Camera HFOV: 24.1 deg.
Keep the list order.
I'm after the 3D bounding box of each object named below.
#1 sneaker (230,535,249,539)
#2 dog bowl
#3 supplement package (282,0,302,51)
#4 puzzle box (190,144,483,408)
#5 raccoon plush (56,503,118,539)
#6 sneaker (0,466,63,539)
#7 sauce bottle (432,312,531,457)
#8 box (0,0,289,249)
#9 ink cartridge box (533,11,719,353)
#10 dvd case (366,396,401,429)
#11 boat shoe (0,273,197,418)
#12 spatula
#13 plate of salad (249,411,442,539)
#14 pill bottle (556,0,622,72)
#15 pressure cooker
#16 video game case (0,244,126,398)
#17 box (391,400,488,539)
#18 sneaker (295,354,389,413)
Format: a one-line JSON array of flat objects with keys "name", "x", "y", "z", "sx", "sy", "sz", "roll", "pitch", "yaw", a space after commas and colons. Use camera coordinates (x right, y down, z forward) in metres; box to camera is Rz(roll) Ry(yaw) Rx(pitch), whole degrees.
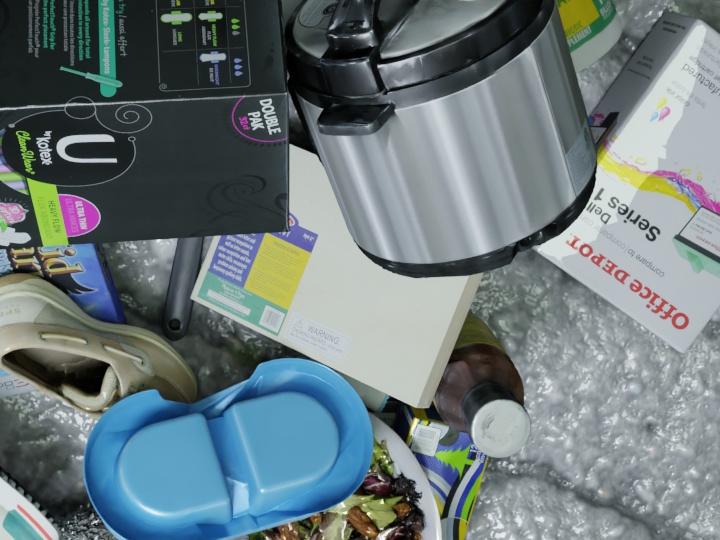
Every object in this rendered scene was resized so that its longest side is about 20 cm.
[{"name": "sneaker", "x": -0.131, "y": 0.224, "z": 1.208, "sx": 0.112, "sy": 0.077, "sz": 0.201, "roll": -15, "pitch": 97, "yaw": 40}, {"name": "dog bowl", "x": -0.090, "y": 0.130, "z": 1.143, "sx": 0.199, "sy": 0.050, "sz": 0.112, "roll": -13, "pitch": 69, "yaw": -19}, {"name": "supplement package", "x": -0.131, "y": -0.222, "z": 1.114, "sx": 0.199, "sy": 0.111, "sz": 0.157, "roll": 6, "pitch": 99, "yaw": -17}, {"name": "puzzle box", "x": -0.014, "y": -0.004, "z": 1.176, "sx": 0.199, "sy": 0.025, "sz": 0.134, "roll": 25, "pitch": 96, "yaw": 26}, {"name": "raccoon plush", "x": -0.230, "y": 0.194, "z": 1.245, "sx": 0.133, "sy": 0.097, "sz": 0.201, "roll": 21, "pitch": 68, "yaw": 3}, {"name": "sneaker", "x": -0.299, "y": 0.149, "z": 1.143, "sx": 0.093, "sy": 0.070, "sz": 0.200, "roll": -49, "pitch": 115, "yaw": -11}, {"name": "sauce bottle", "x": 0.078, "y": 0.078, "z": 1.178, "sx": 0.066, "sy": 0.200, "sz": 0.066, "roll": -1, "pitch": 102, "yaw": -5}, {"name": "box", "x": -0.144, "y": -0.105, "z": 1.009, "sx": 0.199, "sy": 0.149, "sz": 0.125, "roll": -4, "pitch": 59, "yaw": -5}, {"name": "ink cartridge box", "x": 0.229, "y": -0.063, "z": 1.224, "sx": 0.145, "sy": 0.084, "sz": 0.200, "roll": 34, "pitch": 97, "yaw": -13}, {"name": "dvd case", "x": -0.024, "y": 0.192, "z": 1.285, "sx": 0.148, "sy": 0.016, "sz": 0.201, "roll": 2, "pitch": 103, "yaw": -7}, {"name": "boat shoe", "x": -0.183, "y": 0.071, "z": 1.154, "sx": 0.072, "sy": 0.065, "sz": 0.200, "roll": -33, "pitch": 141, "yaw": 17}, {"name": "spatula", "x": -0.119, "y": -0.046, "z": 1.217, "sx": 0.056, "sy": 0.021, "sz": 0.201, "roll": 10, "pitch": 102, "yaw": -3}, {"name": "plate of salad", "x": -0.035, "y": 0.191, "z": 1.211, "sx": 0.199, "sy": 0.048, "sz": 0.201, "roll": 1, "pitch": 92, "yaw": 29}, {"name": "pill bottle", "x": 0.089, "y": -0.226, "z": 1.157, "sx": 0.112, "sy": 0.113, "sz": 0.201, "roll": -29, "pitch": 104, "yaw": 0}, {"name": "pressure cooker", "x": 0.048, "y": -0.120, "z": 1.048, "sx": 0.178, "sy": 0.176, "sz": 0.201, "roll": -23, "pitch": 123, "yaw": -3}, {"name": "video game case", "x": -0.262, "y": 0.014, "z": 1.145, "sx": 0.180, "sy": 0.046, "sz": 0.200, "roll": -14, "pitch": 142, "yaw": -4}, {"name": "box", "x": 0.038, "y": 0.198, "z": 1.248, "sx": 0.064, "sy": 0.070, "sz": 0.201, "roll": 14, "pitch": 100, "yaw": -9}, {"name": "sneaker", "x": 0.000, "y": 0.000, "z": 1.216, "sx": 0.080, "sy": 0.077, "sz": 0.201, "roll": 11, "pitch": 97, "yaw": -1}]
